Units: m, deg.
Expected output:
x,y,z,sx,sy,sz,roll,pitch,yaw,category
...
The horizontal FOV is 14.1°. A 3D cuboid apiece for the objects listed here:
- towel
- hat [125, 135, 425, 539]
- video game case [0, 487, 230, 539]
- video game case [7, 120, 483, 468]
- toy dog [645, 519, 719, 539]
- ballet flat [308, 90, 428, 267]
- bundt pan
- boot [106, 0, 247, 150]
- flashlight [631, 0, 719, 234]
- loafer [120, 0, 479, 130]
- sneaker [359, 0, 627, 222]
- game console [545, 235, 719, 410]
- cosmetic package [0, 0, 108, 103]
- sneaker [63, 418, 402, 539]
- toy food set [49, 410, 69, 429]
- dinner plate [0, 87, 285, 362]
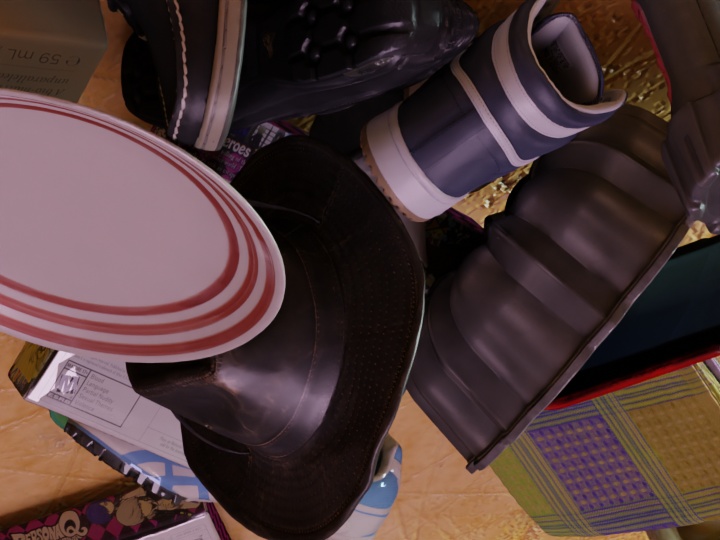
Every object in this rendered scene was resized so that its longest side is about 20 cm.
x,y,z,sx,sy,sz,roll,pitch,yaw,category
0.144,0.088,1.645,0.199,0.023,0.144,-18,114,46,towel
-0.059,0.026,1.336,0.081,0.201,0.201,10,138,-36,hat
-0.159,0.209,1.787,0.180,0.036,0.200,-18,146,2,video game case
-0.053,0.018,1.483,0.199,0.036,0.182,25,101,-34,video game case
0.263,0.115,1.759,0.199,0.140,0.194,-19,154,3,toy dog
0.000,0.000,1.439,0.068,0.068,0.201,3,110,-28,ballet flat
0.091,-0.001,1.427,0.076,0.202,0.202,39,129,-1,bundt pan
-0.129,-0.136,1.183,0.153,0.205,0.074,0,147,-16,boot
0.141,-0.108,1.331,0.068,0.201,0.068,-31,144,21,flashlight
-0.032,-0.099,1.342,0.200,0.069,0.070,-8,171,44,loafer
0.073,-0.088,1.370,0.108,0.070,0.200,-34,-174,20,sneaker
0.173,-0.030,1.479,0.118,0.200,0.173,11,112,12,game console
-0.243,-0.088,1.271,0.198,0.124,0.200,5,142,-28,cosmetic package
-0.068,0.096,1.580,0.199,0.072,0.073,17,96,-28,sneaker
-0.071,0.033,1.578,0.199,0.049,0.198,8,139,-32,toy food set
-0.126,-0.023,1.228,0.199,0.024,0.201,13,150,8,dinner plate
